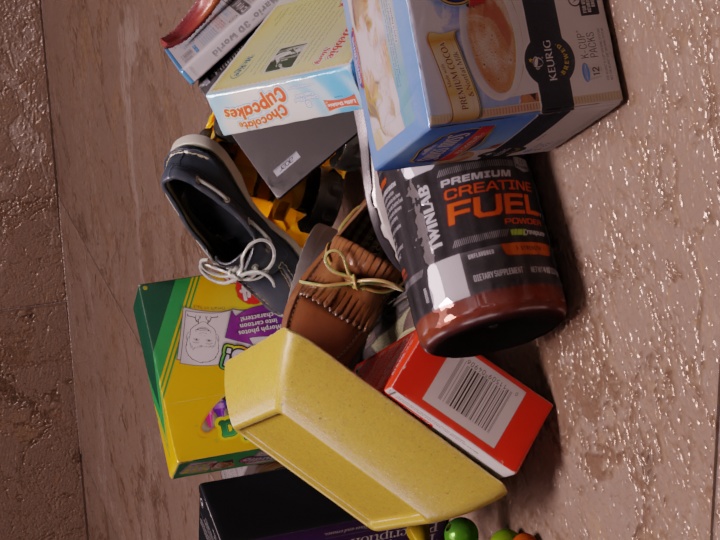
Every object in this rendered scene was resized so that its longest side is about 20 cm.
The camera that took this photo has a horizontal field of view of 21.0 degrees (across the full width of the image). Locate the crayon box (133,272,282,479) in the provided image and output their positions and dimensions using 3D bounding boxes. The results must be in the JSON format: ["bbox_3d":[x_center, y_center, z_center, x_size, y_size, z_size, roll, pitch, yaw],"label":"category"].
[{"bbox_3d":[-0.092,0.086,1.770,0.058,0.199,0.173,115,143,-62],"label":"crayon box"}]

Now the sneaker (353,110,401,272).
[{"bbox_3d":[0.044,-0.094,1.429,0.072,0.082,0.201,-36,-64,-74],"label":"sneaker"}]

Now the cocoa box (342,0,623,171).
[{"bbox_3d":[0.066,-0.178,1.232,0.133,0.131,0.201,149,111,-72],"label":"cocoa box"}]

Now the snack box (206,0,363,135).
[{"bbox_3d":[-0.019,-0.169,1.377,0.037,0.116,0.200,66,-148,-26],"label":"snack box"}]

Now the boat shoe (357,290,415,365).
[{"bbox_3d":[0.043,0.052,1.547,0.201,0.071,0.066,133,139,-73],"label":"boat shoe"}]

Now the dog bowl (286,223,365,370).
[{"bbox_3d":[-0.025,0.063,1.647,0.200,0.058,0.201,9,-90,-82],"label":"dog bowl"}]

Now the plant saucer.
[{"bbox_3d":[-0.012,0.131,1.436,0.200,0.049,0.200,37,161,-8],"label":"plant saucer"}]

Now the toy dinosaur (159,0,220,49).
[{"bbox_3d":[-0.061,-0.278,1.565,0.181,0.105,0.201,-11,68,43],"label":"toy dinosaur"}]

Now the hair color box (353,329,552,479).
[{"bbox_3d":[0.053,0.108,1.442,0.064,0.111,0.200,-58,6,-17],"label":"hair color box"}]

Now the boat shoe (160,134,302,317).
[{"bbox_3d":[-0.105,-0.025,1.664,0.200,0.075,0.062,60,-146,-31],"label":"boat shoe"}]

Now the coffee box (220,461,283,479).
[{"bbox_3d":[-0.071,0.156,1.888,0.200,0.113,0.080,114,144,-63],"label":"coffee box"}]

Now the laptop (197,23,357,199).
[{"bbox_3d":[-0.034,-0.173,1.555,0.103,0.177,0.200,49,-172,-14],"label":"laptop"}]

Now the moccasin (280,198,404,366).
[{"bbox_3d":[0.001,0.001,1.497,0.074,0.202,0.078,36,150,4],"label":"moccasin"}]

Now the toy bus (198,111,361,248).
[{"bbox_3d":[-0.069,-0.148,1.731,0.200,0.135,0.193,119,160,-48],"label":"toy bus"}]

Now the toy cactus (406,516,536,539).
[{"bbox_3d":[0.090,0.271,1.475,0.200,0.102,0.166,-7,101,65],"label":"toy cactus"}]

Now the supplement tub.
[{"bbox_3d":[0.069,-0.048,1.331,0.107,0.106,0.201,125,133,-67],"label":"supplement tub"}]

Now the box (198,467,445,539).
[{"bbox_3d":[-0.035,0.238,1.655,0.079,0.199,0.142,-116,23,-44],"label":"box"}]

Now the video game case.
[{"bbox_3d":[-0.076,-0.234,1.584,0.018,0.200,0.143,47,-179,-17],"label":"video game case"}]
